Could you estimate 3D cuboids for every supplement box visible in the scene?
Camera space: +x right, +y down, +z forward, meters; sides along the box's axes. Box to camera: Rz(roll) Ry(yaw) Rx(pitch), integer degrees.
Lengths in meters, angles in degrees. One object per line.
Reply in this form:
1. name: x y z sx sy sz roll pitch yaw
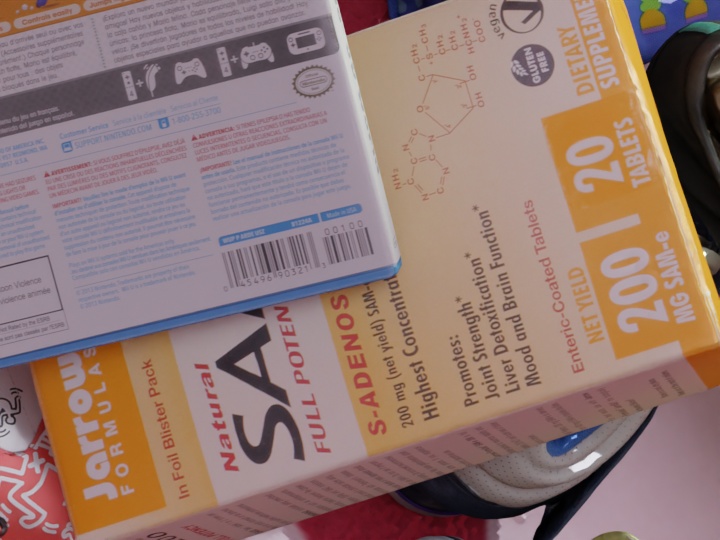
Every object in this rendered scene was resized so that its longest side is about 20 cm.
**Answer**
1. supplement box: 0.000 0.000 0.840 0.200 0.074 0.126 -19 77 9

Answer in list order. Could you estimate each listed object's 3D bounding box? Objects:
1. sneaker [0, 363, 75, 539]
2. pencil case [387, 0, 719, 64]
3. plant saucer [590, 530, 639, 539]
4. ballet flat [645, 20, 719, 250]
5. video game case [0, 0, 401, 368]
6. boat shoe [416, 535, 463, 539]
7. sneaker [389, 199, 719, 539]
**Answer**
1. sneaker: -0.117 0.080 0.901 0.108 0.067 0.202 -11 79 -18
2. pencil case: 0.102 -0.121 1.002 0.200 0.078 0.087 -21 108 -21
3. plant saucer: 0.071 0.198 0.884 0.200 0.048 0.200 -37 96 22
4. ballet flat: 0.158 0.004 0.891 0.068 0.068 0.200 -37 85 -14
5. video game case: -0.081 -0.079 0.785 0.143 0.018 0.200 -13 99 8
6. boat shoe: 0.075 0.170 0.950 0.071 0.072 0.200 -33 102 -28
7. sneaker: 0.091 0.004 0.938 0.081 0.146 0.200 45 70 -5
